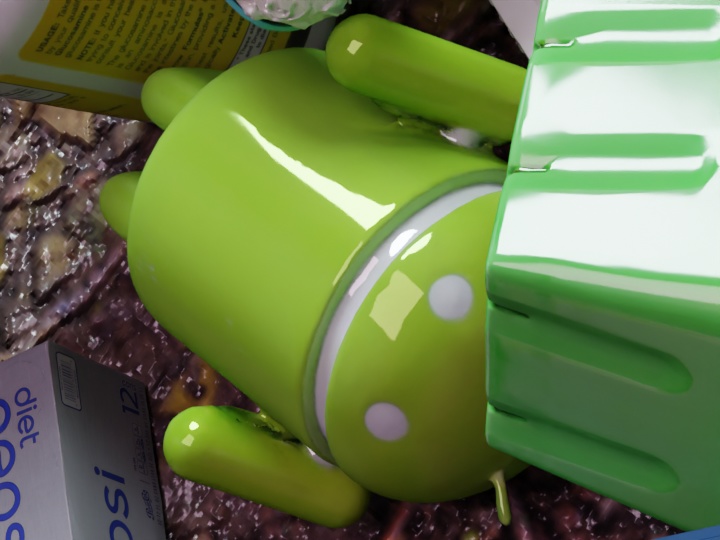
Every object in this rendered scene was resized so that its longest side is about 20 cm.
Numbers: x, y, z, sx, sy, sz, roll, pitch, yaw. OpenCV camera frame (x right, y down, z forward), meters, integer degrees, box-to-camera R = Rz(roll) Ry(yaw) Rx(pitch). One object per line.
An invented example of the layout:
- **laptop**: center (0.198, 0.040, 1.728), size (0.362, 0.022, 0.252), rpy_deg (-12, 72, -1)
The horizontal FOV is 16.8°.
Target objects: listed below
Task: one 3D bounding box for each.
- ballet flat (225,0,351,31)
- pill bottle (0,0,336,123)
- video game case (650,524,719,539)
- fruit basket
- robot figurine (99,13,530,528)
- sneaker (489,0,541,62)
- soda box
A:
- **ballet flat**: center (-0.063, -0.163, 0.804), size (0.072, 0.072, 0.200), rpy_deg (-48, 71, 9)
- **pill bottle**: center (-0.111, -0.117, 0.883), size (0.112, 0.199, 0.113), rpy_deg (-6, 81, 42)
- **video game case**: center (0.121, 0.163, 0.679), size (0.143, 0.018, 0.201), rpy_deg (-16, 106, 27)
- **fruit basket**: center (0.145, -0.018, 0.699), size (0.214, 0.156, 0.216), rpy_deg (-1, 55, 2)
- **robot figurine**: center (0.000, 0.000, 0.833), size (0.200, 0.115, 0.176), rpy_deg (37, 110, 35)
- **sneaker**: center (0.107, -0.070, 0.820), size (0.082, 0.074, 0.200), rpy_deg (-37, 62, 10)
- **soda box**: center (-0.110, 0.133, 0.887), size (0.068, 0.063, 0.201), rpy_deg (-23, 62, 24)
